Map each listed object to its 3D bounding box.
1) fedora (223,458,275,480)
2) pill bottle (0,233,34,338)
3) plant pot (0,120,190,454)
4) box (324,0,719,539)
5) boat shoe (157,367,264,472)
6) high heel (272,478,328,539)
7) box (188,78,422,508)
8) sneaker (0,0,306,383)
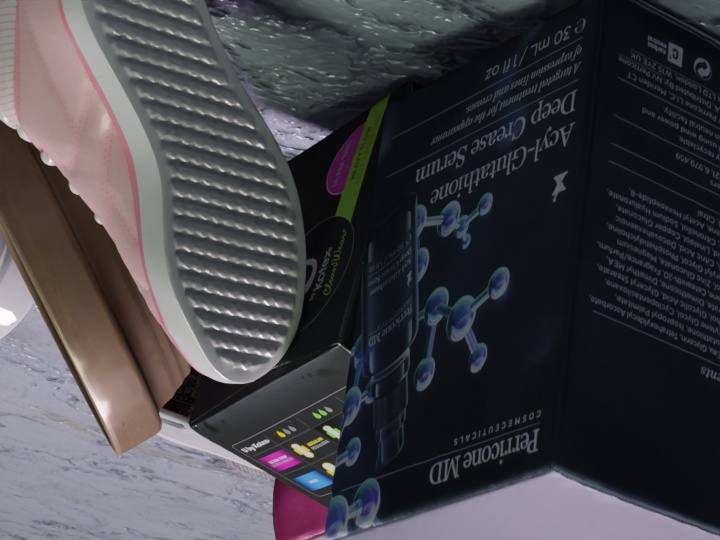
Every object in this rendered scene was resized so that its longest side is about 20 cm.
[{"bbox_3d":[-0.034,0.087,1.516,0.176,0.091,0.200,10,164,11],"label":"fedora"},{"bbox_3d":[-0.263,-0.037,1.240,0.113,0.114,0.200,-4,157,45],"label":"pill bottle"},{"bbox_3d":[-0.121,-0.022,1.138,0.092,0.202,0.201,-26,167,-9],"label":"plant pot"},{"bbox_3d":[0.080,0.016,0.950,0.107,0.201,0.148,22,152,-29],"label":"box"},{"bbox_3d":[-0.045,0.072,1.291,0.199,0.072,0.068,17,171,26],"label":"boat shoe"},{"bbox_3d":[0.051,0.127,1.345,0.199,0.097,0.067,9,168,17],"label":"high heel"},{"bbox_3d":[0.048,0.039,1.098,0.199,0.149,0.124,32,143,-23],"label":"box"},{"bbox_3d":[-0.094,-0.050,1.005,0.104,0.075,0.201,5,121,51],"label":"sneaker"}]
